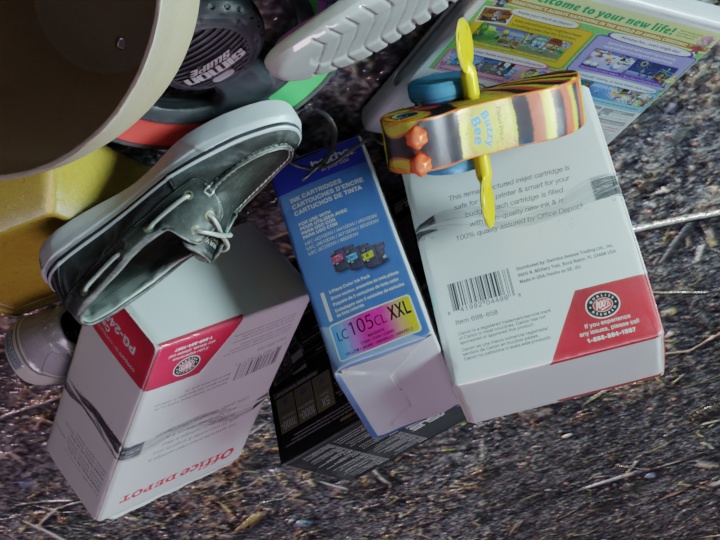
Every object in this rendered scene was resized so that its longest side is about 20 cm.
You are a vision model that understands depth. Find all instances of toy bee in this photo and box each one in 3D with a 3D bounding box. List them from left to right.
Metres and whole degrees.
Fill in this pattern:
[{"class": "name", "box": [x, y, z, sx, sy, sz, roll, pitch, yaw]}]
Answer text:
[{"class": "toy bee", "box": [0.058, -0.083, 1.007, 0.200, 0.109, 0.131, -31, 106, 3]}]

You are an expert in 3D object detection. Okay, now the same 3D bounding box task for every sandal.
[{"class": "sandal", "box": [0.024, -0.180, 0.930, 0.202, 0.050, 0.082, -32, 166, -6]}]

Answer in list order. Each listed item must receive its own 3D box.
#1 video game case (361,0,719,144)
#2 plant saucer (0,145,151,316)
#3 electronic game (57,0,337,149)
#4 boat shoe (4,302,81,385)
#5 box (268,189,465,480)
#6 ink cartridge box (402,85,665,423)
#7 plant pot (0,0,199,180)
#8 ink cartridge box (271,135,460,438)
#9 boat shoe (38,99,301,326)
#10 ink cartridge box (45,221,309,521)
[{"class": "video game case", "box": [0.129, -0.142, 1.083, 0.199, 0.022, 0.182, 8, 146, -30]}, {"class": "plant saucer", "box": [-0.234, -0.022, 1.084, 0.199, 0.049, 0.200, -19, 160, 22]}, {"class": "electronic game", "box": [-0.098, -0.143, 0.957, 0.199, 0.042, 0.200, -14, 149, -9]}, {"class": "boat shoe", "box": [-0.184, 0.050, 1.206, 0.071, 0.070, 0.201, -24, 170, 32]}, {"class": "box", "box": [0.020, 0.052, 1.236, 0.200, 0.164, 0.086, -33, 144, 32]}, {"class": "ink cartridge box", "box": [0.117, -0.013, 1.080, 0.144, 0.201, 0.084, -14, 154, 5]}, {"class": "plant pot", "box": [-0.164, -0.151, 0.812, 0.200, 0.201, 0.134, -24, 178, 20]}, {"class": "ink cartridge box", "box": [0.000, 0.000, 1.102, 0.076, 0.201, 0.137, -19, 151, 3]}, {"class": "boat shoe", "box": [-0.114, -0.032, 1.014, 0.200, 0.071, 0.072, -36, 154, 4]}, {"class": "ink cartridge box", "box": [-0.139, 0.076, 1.149, 0.145, 0.083, 0.200, -20, 148, -41]}]
